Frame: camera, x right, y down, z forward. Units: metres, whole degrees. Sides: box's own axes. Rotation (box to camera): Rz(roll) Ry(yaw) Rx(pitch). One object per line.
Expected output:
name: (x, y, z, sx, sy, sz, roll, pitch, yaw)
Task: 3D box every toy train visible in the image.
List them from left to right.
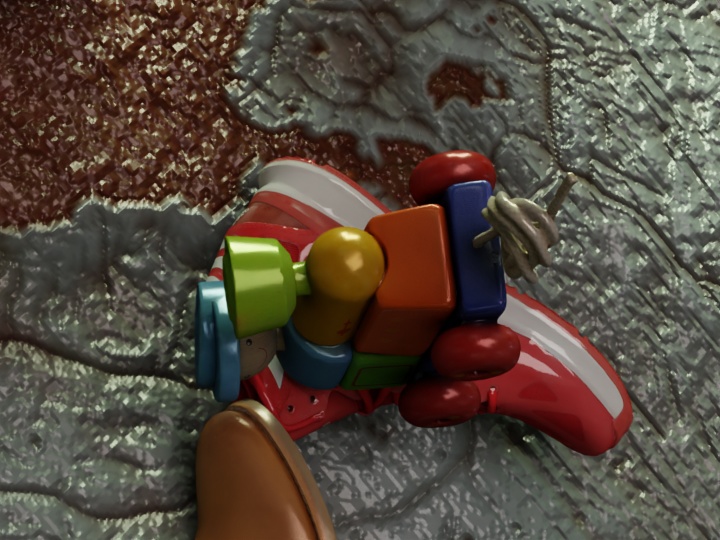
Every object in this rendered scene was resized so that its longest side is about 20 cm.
toy train: (0.000, 0.000, 0.747, 0.115, 0.200, 0.085, -4, 72, -11)

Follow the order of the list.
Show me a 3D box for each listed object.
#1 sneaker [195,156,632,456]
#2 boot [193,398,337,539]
sneaker: (0.015, 0.050, 0.880, 0.199, 0.078, 0.116, 33, 68, 0)
boot: (-0.084, 0.152, 0.782, 0.153, 0.074, 0.202, -4, 71, -25)
